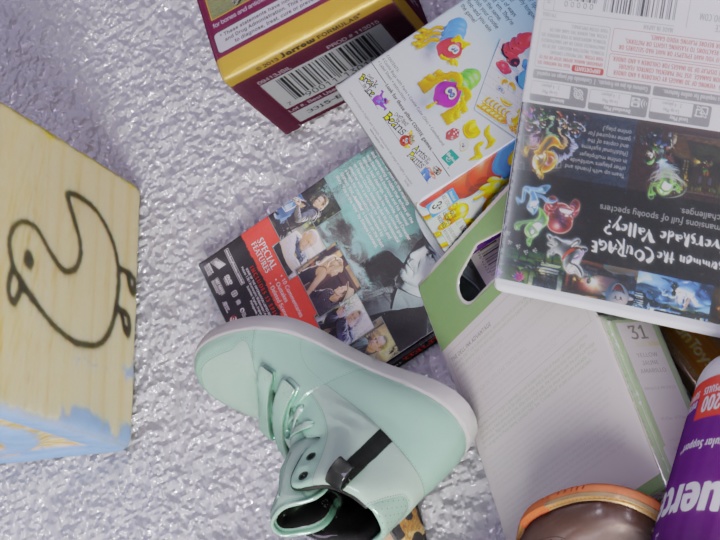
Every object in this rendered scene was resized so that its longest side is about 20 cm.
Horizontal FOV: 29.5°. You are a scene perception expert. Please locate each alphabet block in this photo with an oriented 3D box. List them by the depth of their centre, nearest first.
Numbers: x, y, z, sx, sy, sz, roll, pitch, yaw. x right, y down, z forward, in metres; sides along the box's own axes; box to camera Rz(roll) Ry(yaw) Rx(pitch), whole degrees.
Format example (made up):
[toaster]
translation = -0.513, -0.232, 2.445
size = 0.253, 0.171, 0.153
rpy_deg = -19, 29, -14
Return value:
[alphabet block]
translation = -0.282, 0.020, 0.940
size = 0.196, 0.195, 0.201
rpy_deg = -8, 72, 20

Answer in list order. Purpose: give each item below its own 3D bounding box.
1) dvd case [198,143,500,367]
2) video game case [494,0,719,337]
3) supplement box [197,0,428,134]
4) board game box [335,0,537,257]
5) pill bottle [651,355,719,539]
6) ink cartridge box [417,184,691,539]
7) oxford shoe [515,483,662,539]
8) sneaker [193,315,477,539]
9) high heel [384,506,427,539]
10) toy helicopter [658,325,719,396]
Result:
[dvd case]
translation = 0.000, 0.000, 0.916
size = 0.200, 0.022, 0.146
rpy_deg = -35, 63, 11
[video game case]
translation = 0.175, -0.060, 0.685
size = 0.199, 0.023, 0.183
rpy_deg = 12, 101, 23
[supplement box]
translation = -0.046, -0.220, 0.960
size = 0.131, 0.103, 0.201
rpy_deg = -24, 66, 16
[board game box]
translation = 0.104, -0.112, 0.845
size = 0.200, 0.103, 0.105
rpy_deg = -33, 63, 3
[pill bottle]
translation = 0.187, 0.142, 0.626
size = 0.112, 0.113, 0.201
rpy_deg = 10, 63, 26
[ink cartridge box]
translation = 0.111, 0.060, 0.788
size = 0.146, 0.048, 0.201
rpy_deg = -50, 49, 48
[oxford shoe]
translation = 0.102, 0.181, 0.726
size = 0.071, 0.200, 0.073
rpy_deg = 23, 48, -4
[sneaker]
translation = -0.044, 0.096, 0.820
size = 0.200, 0.074, 0.118
rpy_deg = 14, 40, 30
[high heel]
translation = -0.016, 0.184, 0.794
size = 0.071, 0.143, 0.201
rpy_deg = -1, 73, 25
[toy helicopter]
translation = 0.215, 0.064, 0.764
size = 0.132, 0.079, 0.200
rpy_deg = -34, 69, -7
